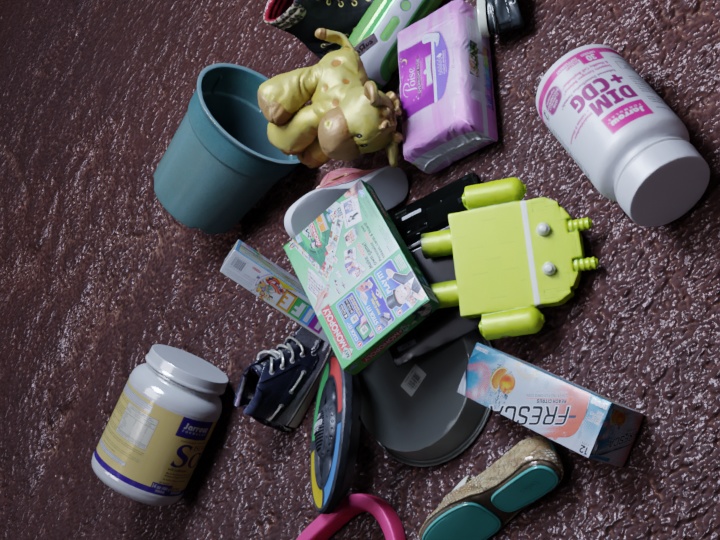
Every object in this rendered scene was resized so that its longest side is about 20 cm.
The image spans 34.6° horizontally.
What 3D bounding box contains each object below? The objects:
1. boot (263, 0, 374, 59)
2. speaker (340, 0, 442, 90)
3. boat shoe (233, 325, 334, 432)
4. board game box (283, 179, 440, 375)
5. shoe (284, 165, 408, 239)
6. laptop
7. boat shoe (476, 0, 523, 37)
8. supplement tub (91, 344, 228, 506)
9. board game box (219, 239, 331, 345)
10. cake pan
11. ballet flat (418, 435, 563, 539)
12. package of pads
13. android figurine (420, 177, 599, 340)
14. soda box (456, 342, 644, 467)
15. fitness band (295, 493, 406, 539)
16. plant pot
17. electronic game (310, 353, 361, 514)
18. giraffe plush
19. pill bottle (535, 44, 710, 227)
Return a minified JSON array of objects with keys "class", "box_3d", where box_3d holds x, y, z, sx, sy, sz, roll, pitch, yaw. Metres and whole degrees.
[{"class":"boot","box_3d":[-0.031,-0.392,1.657,0.200,0.150,0.073,-41,48,28]},{"class":"speaker","box_3d":[0.050,-0.351,1.605,0.200,0.088,0.088,-55,43,15]},{"class":"boat shoe","box_3d":[-0.094,0.121,1.557,0.075,0.093,0.200,29,96,49]},{"class":"board game box","box_3d":[-0.003,0.005,1.371,0.135,0.029,0.200,-40,53,17]},{"class":"shoe","box_3d":[-0.036,-0.087,1.526,0.091,0.200,0.072,3,114,52]},{"class":"laptop","box_3d":[0.093,-0.007,1.417,0.177,0.103,0.200,-26,24,11]},{"class":"boat shoe","box_3d":[0.191,-0.392,1.489,0.066,0.075,0.200,0,62,17]},{"class":"supplement tub","box_3d":[-0.289,0.224,1.684,0.145,0.145,0.200,32,99,48]},{"class":"board game box","box_3d":[-0.084,0.035,1.469,0.034,0.200,0.134,-56,7,4]},{"class":"cake pan","box_3d":[0.072,0.135,1.399,0.200,0.037,0.201,-13,68,36]},{"class":"ballet flat","box_3d":[0.146,0.248,1.284,0.200,0.071,0.065,-37,23,28]},{"class":"package of pads","box_3d":[0.110,-0.237,1.500,0.120,0.076,0.200,-23,58,38]},{"class":"android figurine","box_3d":[0.169,-0.014,1.317,0.200,0.041,0.182,-8,79,19]},{"class":"soda box","box_3d":[0.202,0.143,1.248,0.200,0.068,0.064,22,91,48]},{"class":"fitness band","box_3d":[-0.024,0.365,1.425,0.200,0.037,0.144,-45,46,23]},{"class":"plant pot","box_3d":[-0.203,-0.171,1.732,0.196,0.200,0.200,-47,45,33]},{"class":"electronic game","box_3d":[-0.036,0.202,1.441,0.200,0.042,0.200,-173,90,-79]},{"class":"giraffe plush","box_3d":[-0.015,-0.202,1.512,0.200,0.172,0.162,-49,45,12]},{"class":"pill bottle","box_3d":[0.283,-0.146,1.249,0.113,0.113,0.200,-49,45,22]}]
